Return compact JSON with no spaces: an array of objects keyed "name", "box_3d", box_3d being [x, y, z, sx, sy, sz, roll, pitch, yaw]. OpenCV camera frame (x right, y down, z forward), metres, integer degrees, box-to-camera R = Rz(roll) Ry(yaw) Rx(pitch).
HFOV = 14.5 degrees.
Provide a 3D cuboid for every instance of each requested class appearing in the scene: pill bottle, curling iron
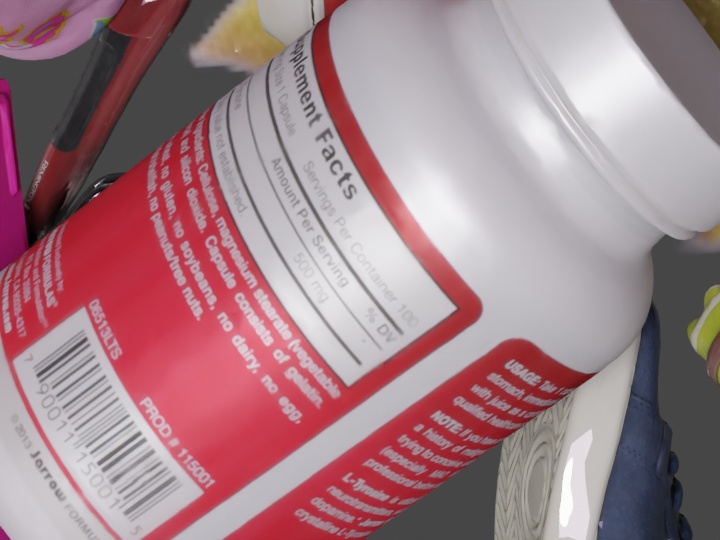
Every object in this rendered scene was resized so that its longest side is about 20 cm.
[{"name":"pill bottle","box_3d":[0.000,0.000,0.714,0.200,0.112,0.113,-36,91,18]},{"name":"curling iron","box_3d":[-0.047,-0.073,0.780,0.049,0.026,0.201,26,104,9]}]

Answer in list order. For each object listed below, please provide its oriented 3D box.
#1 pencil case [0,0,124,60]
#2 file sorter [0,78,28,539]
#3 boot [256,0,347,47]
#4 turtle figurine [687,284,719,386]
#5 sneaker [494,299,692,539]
[{"name":"pencil case","box_3d":[-0.133,-0.097,0.701,0.087,0.200,0.088,1,93,28]},{"name":"file sorter","box_3d":[-0.186,0.035,0.727,0.125,0.200,0.140,-2,99,26]},{"name":"boot","box_3d":[0.057,-0.117,0.705,0.143,0.073,0.201,21,129,4]},{"name":"turtle figurine","box_3d":[0.114,0.082,0.664,0.161,0.064,0.200,-45,59,12]},{"name":"sneaker","box_3d":[0.081,0.103,0.768,0.084,0.075,0.202,3,97,-8]}]
